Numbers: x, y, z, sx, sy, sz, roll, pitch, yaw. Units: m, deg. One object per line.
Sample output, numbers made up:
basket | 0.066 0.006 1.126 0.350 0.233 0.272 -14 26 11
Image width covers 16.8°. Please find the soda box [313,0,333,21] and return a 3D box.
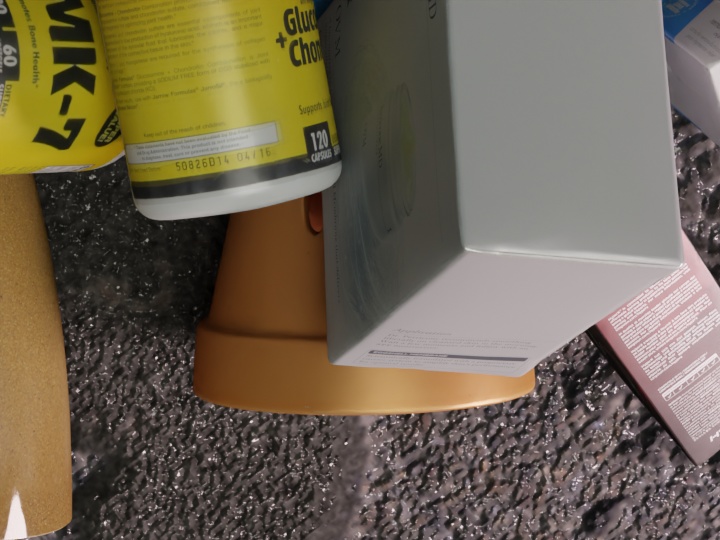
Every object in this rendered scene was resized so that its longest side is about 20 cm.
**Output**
soda box | 0.050 -0.188 1.404 0.199 0.068 0.065 -12 119 -11

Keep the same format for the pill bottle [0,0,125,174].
pill bottle | -0.178 -0.109 1.302 0.199 0.114 0.115 -7 120 -54

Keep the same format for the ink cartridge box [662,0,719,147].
ink cartridge box | 0.282 -0.153 1.458 0.199 0.116 0.068 -25 117 -6

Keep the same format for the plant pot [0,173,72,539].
plant pot | -0.241 0.032 1.364 0.185 0.186 0.201 6 98 -18

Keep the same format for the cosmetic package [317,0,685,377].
cosmetic package | 0.064 -0.070 1.246 0.122 0.200 0.201 4 71 -20

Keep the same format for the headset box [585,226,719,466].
headset box | 0.154 -0.001 1.442 0.077 0.149 0.200 -38 131 2

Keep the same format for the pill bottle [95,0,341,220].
pill bottle | -0.079 -0.133 1.251 0.111 0.112 0.201 -12 98 -11

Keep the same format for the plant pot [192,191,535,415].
plant pot | 0.000 0.000 1.411 0.199 0.200 0.141 -3 96 -14
